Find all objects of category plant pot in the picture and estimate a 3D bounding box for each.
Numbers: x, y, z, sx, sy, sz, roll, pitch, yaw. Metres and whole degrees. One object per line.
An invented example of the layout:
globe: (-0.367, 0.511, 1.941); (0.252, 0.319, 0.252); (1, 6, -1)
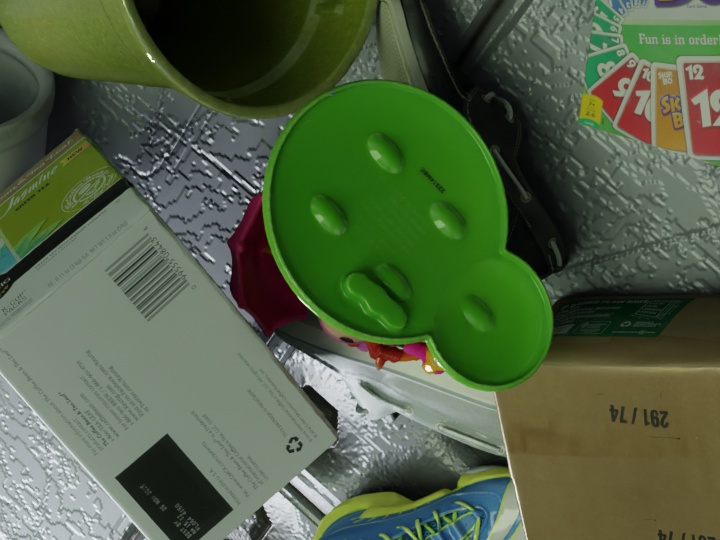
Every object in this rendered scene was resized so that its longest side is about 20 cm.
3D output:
plant pot: (-0.120, -0.186, 1.424); (0.184, 0.200, 0.202); (0, 113, 49)

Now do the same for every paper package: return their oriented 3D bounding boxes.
paper package: (0.198, 0.115, 1.417); (0.199, 0.103, 0.192); (-2, 110, 33)

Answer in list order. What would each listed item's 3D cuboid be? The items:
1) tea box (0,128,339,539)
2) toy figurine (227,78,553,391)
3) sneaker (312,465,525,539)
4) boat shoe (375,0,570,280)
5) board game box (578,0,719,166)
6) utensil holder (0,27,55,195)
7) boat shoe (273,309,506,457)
tea box: (-0.144, 0.046, 1.483); (0.200, 0.133, 0.197); (52, 174, -27)
toy figurine: (0.000, 0.000, 1.419); (0.200, 0.150, 0.184); (45, 157, -9)
sneaker: (0.043, 0.185, 1.542); (0.199, 0.105, 0.076); (-16, 104, 36)
boat shoe: (0.063, -0.080, 1.440); (0.201, 0.067, 0.072); (67, 168, -6)
board game box: (0.182, -0.164, 1.344); (0.095, 0.030, 0.201); (18, 118, 23)
utensil holder: (-0.296, -0.046, 1.602); (0.169, 0.170, 0.201); (23, 124, 20)
boat shoe: (0.023, 0.067, 1.521); (0.200, 0.070, 0.072); (20, 118, 19)
